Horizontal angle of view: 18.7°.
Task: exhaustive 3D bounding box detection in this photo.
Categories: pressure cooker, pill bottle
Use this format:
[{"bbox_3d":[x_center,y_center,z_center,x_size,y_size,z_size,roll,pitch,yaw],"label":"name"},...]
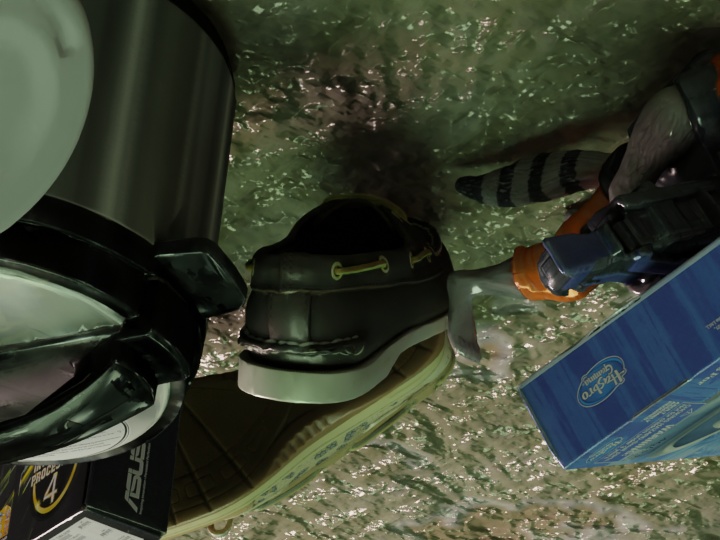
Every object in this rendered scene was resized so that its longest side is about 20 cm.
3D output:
[{"bbox_3d":[-0.144,-0.013,0.877,0.177,0.201,0.176,18,144,-19],"label":"pressure cooker"},{"bbox_3d":[-0.195,-0.094,0.771,0.199,0.112,0.112,32,163,33],"label":"pill bottle"}]

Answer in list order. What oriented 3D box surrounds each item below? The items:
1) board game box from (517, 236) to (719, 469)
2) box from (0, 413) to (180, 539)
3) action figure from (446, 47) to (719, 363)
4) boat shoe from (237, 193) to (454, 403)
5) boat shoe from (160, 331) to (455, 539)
[{"bbox_3d":[0.191,0.009,0.879,0.200,0.044,0.198,-38,159,27],"label":"board game box"},{"bbox_3d":[-0.150,0.080,1.065,0.049,0.162,0.200,24,145,-26],"label":"box"},{"bbox_3d":[0.109,-0.035,0.892,0.199,0.105,0.193,-8,159,-47],"label":"action figure"},{"bbox_3d":[0.000,0.000,0.931,0.071,0.201,0.061,5,105,13],"label":"boat shoe"},{"bbox_3d":[-0.042,0.081,1.082,0.199,0.074,0.063,-27,151,2],"label":"boat shoe"}]
